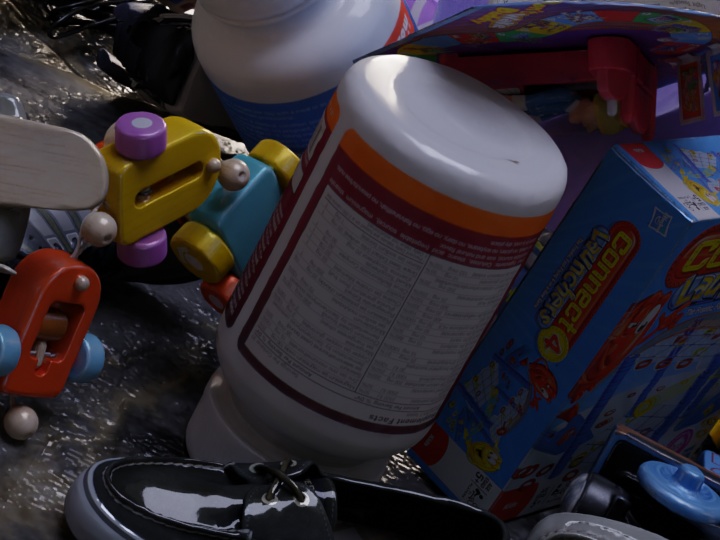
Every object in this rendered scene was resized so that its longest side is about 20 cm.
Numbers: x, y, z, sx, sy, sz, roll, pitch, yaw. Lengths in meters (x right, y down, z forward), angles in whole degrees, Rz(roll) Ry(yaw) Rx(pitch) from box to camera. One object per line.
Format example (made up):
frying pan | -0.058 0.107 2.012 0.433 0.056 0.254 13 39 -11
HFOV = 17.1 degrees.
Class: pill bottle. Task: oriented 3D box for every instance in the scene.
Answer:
pill bottle | 0.002 0.013 1.071 0.109 0.200 0.110 22 26 -12
pill bottle | -0.022 -0.110 1.261 0.112 0.112 0.200 53 -6 41

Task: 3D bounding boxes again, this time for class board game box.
board game box | 0.092 -0.082 1.113 0.157 0.039 0.200 5 -9 -26
board game box | 0.145 0.025 1.195 0.056 0.196 0.200 46 31 25

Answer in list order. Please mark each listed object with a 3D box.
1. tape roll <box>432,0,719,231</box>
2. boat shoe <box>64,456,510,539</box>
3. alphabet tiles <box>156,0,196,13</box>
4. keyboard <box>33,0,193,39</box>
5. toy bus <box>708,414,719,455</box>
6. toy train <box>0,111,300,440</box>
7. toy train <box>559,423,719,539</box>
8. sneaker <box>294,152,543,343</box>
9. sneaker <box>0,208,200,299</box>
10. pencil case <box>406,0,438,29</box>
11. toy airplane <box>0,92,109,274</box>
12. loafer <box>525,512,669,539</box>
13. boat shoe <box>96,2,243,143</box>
tape roll | 0.144 -0.119 1.293 0.200 0.200 0.085 58 -5 45
boat shoe | -0.028 0.108 1.031 0.199 0.057 0.069 16 32 -25
alphabet tiles | -0.039 -0.185 1.355 0.200 0.166 0.006 -6 73 -85
keyboard | -0.148 -0.180 1.412 0.200 0.040 0.104 4 57 -53
toy bus | 0.229 0.074 1.300 0.065 0.078 0.200 24 16 -12
toy train | -0.102 -0.003 1.090 0.056 0.151 0.200 28 14 32
toy train | 0.189 0.145 1.162 0.199 0.087 0.114 27 17 1
sneaker | 0.000 0.000 1.223 0.199 0.074 0.082 17 58 26
sneaker | -0.151 -0.010 1.126 0.199 0.074 0.081 4 42 -29
pencil case | 0.073 -0.123 1.426 0.200 0.086 0.084 41 54 1
toy airplane | -0.236 -0.046 0.997 0.199 0.141 0.200 -38 74 -17
loafer | 0.155 0.179 1.074 0.200 0.070 0.070 33 18 8
boat shoe | -0.059 -0.110 1.389 0.200 0.075 0.093 18 7 -46
